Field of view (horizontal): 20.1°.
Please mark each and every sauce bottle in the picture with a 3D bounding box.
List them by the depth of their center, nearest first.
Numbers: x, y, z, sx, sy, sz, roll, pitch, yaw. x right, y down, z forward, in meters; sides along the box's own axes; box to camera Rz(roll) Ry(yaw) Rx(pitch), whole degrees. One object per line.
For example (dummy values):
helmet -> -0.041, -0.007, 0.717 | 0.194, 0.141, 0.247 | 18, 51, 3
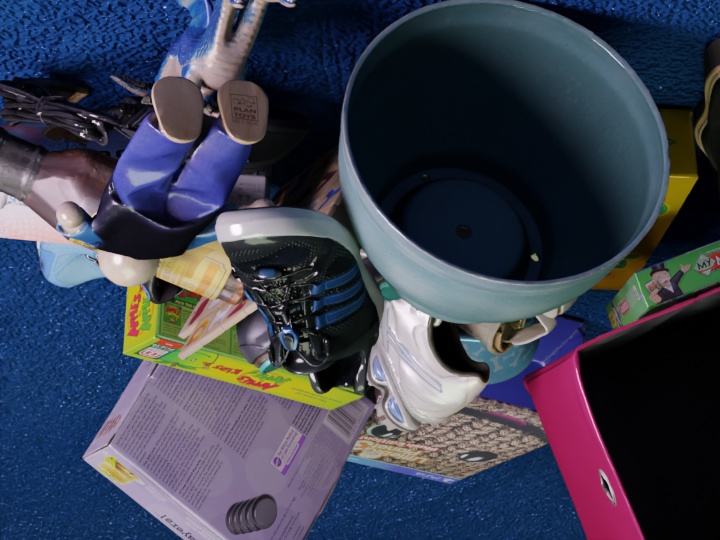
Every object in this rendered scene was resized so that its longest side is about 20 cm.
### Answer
sauce bottle -> -0.160, -0.040, 1.332 | 0.200, 0.066, 0.066 | 22, 153, -8

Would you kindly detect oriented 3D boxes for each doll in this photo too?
doll -> -0.114, -0.043, 1.222 | 0.136, 0.049, 0.200 | 1, 152, -25

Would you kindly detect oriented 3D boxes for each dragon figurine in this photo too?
dragon figurine -> -0.092, -0.144, 1.234 | 0.059, 0.100, 0.200 | 11, -179, -23

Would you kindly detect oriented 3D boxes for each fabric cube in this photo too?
fabric cube -> 0.253, 0.122, 1.467 | 0.200, 0.197, 0.199 | -21, 174, -9

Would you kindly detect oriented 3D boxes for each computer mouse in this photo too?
computer mouse -> -0.140, -0.092, 1.335 | 0.200, 0.046, 0.140 | -2, -165, -44

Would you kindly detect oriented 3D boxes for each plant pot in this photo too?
plant pot -> 0.074, -0.048, 1.259 | 0.200, 0.201, 0.134 | 5, 150, -10

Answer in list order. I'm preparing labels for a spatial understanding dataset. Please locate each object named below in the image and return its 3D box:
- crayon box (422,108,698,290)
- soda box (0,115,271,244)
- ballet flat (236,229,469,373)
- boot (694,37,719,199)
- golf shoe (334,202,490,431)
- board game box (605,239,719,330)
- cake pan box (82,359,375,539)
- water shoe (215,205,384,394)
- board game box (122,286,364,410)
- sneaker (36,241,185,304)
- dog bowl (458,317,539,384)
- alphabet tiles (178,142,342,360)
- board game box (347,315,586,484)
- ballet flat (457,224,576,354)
crayon box -> 0.130, -0.050, 1.450 | 0.172, 0.058, 0.200 | 3, 157, -6
soda box -> -0.161, -0.057, 1.394 | 0.199, 0.064, 0.069 | 5, 117, -2
ballet flat -> 0.000, 0.000, 1.408 | 0.200, 0.073, 0.073 | -27, 152, 5
boot -> 0.259, -0.050, 1.344 | 0.077, 0.139, 0.200 | -7, 157, 17
golf shoe -> 0.028, 0.014, 1.476 | 0.097, 0.200, 0.078 | -28, -176, 39
board game box -> 0.255, 0.004, 1.489 | 0.134, 0.029, 0.200 | -20, 173, -2
cake pan box -> -0.100, 0.125, 1.636 | 0.184, 0.200, 0.052 | 41, 145, -18
water shoe -> -0.030, 0.022, 1.247 | 0.071, 0.079, 0.200 | -5, 159, 21
board game box -> -0.088, 0.036, 1.604 | 0.200, 0.102, 0.048 | 18, 151, -34
sneaker -> -0.166, -0.018, 1.496 | 0.200, 0.090, 0.078 | -18, 151, 37
dog bowl -> 0.046, 0.026, 1.578 | 0.199, 0.112, 0.050 | 4, 143, -7
alphabet tiles -> -0.060, -0.021, 1.409 | 0.006, 0.167, 0.200 | 38, 145, -13
board game box -> 0.073, 0.101, 1.757 | 0.159, 0.097, 0.200 | 15, 153, -30
ballet flat -> 0.124, 0.010, 1.426 | 0.067, 0.062, 0.200 | -38, 176, -23
